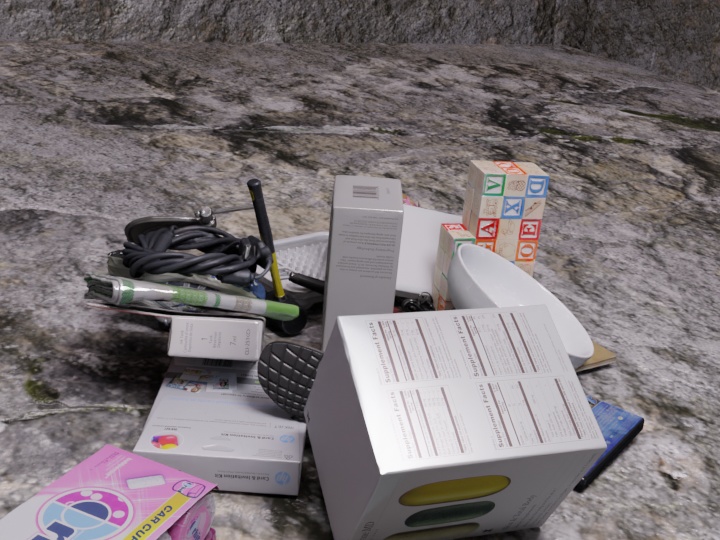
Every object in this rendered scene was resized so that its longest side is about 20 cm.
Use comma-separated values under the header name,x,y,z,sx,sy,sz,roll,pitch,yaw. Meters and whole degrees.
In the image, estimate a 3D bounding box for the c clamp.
name,x,y,z,sx,sy,sz,roll,pitch,yaw
c clamp,-0.219,-0.037,1.278,0.170,0.027,0.200,-2,-20,-12

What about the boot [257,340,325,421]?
name,x,y,z,sx,sy,sz,roll,pitch,yaw
boot,-0.018,0.113,1.014,0.199,0.070,0.132,25,10,-14

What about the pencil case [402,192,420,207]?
name,x,y,z,sx,sy,sz,roll,pitch,yaw
pencil case,0.084,-0.054,1.479,0.083,0.087,0.200,38,5,-32

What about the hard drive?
name,x,y,z,sx,sy,sz,roll,pitch,yaw
hard drive,0.058,-0.028,1.324,0.199,0.027,0.133,10,63,-22

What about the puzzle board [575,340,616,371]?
name,x,y,z,sx,sy,sz,roll,pitch,yaw
puzzle board,0.203,0.087,1.251,0.150,0.017,0.200,-10,26,-31

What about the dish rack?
name,x,y,z,sx,sy,sz,roll,pitch,yaw
dish rack,-0.064,0.001,1.354,0.199,0.044,0.171,-13,28,-39

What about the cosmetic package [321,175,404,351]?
name,x,y,z,sx,sy,sz,roll,pitch,yaw
cosmetic package,0.000,0.000,1.161,0.084,0.201,0.108,3,27,-2

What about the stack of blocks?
name,x,y,z,sx,sy,sz,roll,pitch,yaw
stack of blocks,0.163,-0.036,1.255,0.115,0.201,0.059,0,23,-14

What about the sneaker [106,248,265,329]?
name,x,y,z,sx,sy,sz,roll,pitch,yaw
sneaker,-0.213,0.030,1.197,0.199,0.086,0.077,11,14,9

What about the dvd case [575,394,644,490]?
name,x,y,z,sx,sy,sz,roll,pitch,yaw
dvd case,0.184,0.157,1.055,0.199,0.018,0.142,21,32,34

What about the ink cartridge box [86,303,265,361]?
name,x,y,z,sx,sy,sz,roll,pitch,yaw
ink cartridge box,-0.193,0.065,1.065,0.175,0.045,0.200,5,-2,-4

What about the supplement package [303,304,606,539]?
name,x,y,z,sx,sy,sz,roll,pitch,yaw
supplement package,0.073,0.137,0.854,0.199,0.152,0.151,-2,52,-20

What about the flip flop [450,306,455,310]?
name,x,y,z,sx,sy,sz,roll,pitch,yaw
flip flop,0.099,0.087,1.143,0.081,0.058,0.200,48,22,9

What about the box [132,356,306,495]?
name,x,y,z,sx,sy,sz,roll,pitch,yaw
box,-0.130,0.148,0.984,0.155,0.041,0.200,4,21,-2

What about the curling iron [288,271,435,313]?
name,x,y,z,sx,sy,sz,roll,pitch,yaw
curling iron,0.005,0.031,1.251,0.199,0.050,0.026,15,32,-8

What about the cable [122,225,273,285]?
name,x,y,z,sx,sy,sz,roll,pitch,yaw
cable,-0.194,-0.015,1.132,0.162,0.051,0.200,-5,15,-21

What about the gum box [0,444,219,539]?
name,x,y,z,sx,sy,sz,roll,pitch,yaw
gum box,-0.206,0.217,0.759,0.113,0.066,0.200,14,23,21

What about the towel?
name,x,y,z,sx,sy,sz,roll,pitch,yaw
towel,-0.184,0.033,1.047,0.199,0.031,0.149,10,-1,-28

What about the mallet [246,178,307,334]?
name,x,y,z,sx,sy,sz,roll,pitch,yaw
mallet,-0.114,-0.019,1.195,0.041,0.201,0.066,-25,24,-26

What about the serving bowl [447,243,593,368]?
name,x,y,z,sx,sy,sz,roll,pitch,yaw
serving bowl,0.177,0.057,1.157,0.200,0.066,0.200,32,19,-13
